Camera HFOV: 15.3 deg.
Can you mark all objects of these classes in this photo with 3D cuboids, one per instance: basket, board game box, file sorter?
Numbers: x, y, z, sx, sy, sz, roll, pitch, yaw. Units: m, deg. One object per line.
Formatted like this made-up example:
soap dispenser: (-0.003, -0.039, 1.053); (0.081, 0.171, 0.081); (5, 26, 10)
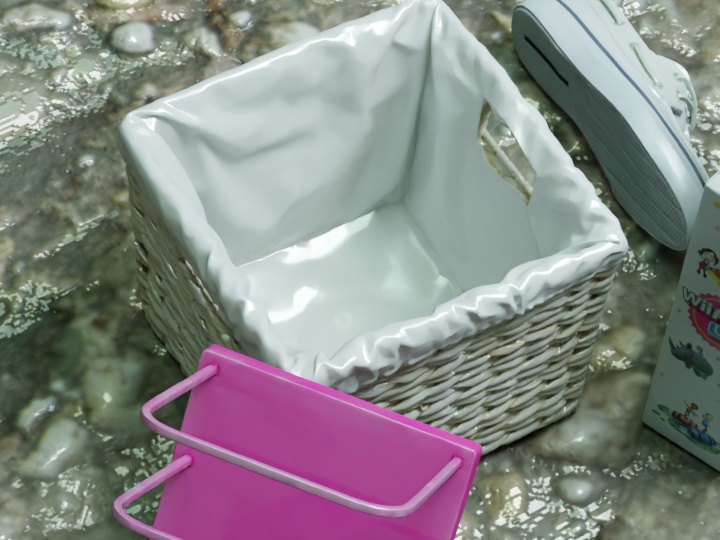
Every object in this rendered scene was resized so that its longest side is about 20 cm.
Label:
basket: (0.000, 0.000, 1.385); (0.199, 0.161, 0.199); (-23, 56, -21)
board game box: (0.224, -0.008, 1.378); (0.064, 0.201, 0.148); (33, 57, 21)
file sorter: (-0.051, 0.160, 1.208); (0.138, 0.201, 0.125); (20, 15, 13)

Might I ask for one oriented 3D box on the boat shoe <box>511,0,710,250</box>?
boat shoe: (0.159, -0.098, 1.526); (0.066, 0.074, 0.200); (-21, 55, -16)
